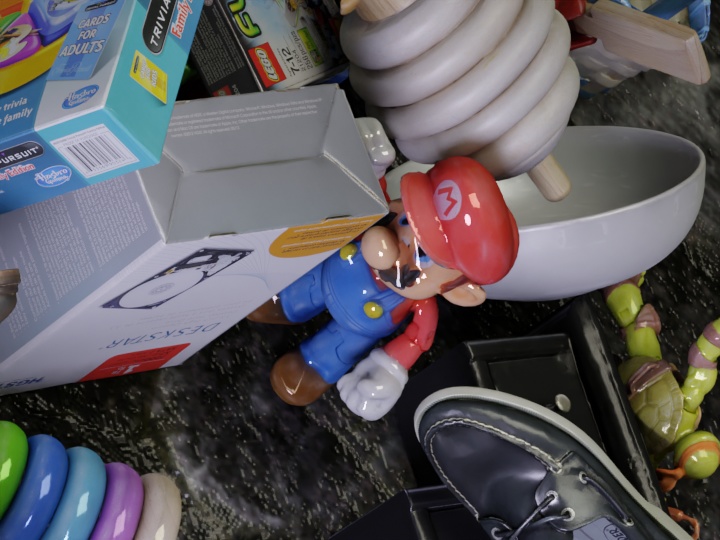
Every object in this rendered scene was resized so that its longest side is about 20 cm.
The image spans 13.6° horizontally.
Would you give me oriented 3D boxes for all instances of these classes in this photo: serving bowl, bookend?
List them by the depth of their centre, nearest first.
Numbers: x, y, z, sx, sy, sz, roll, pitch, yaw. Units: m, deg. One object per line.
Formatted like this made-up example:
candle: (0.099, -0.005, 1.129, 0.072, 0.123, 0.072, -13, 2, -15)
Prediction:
bookend: (0.067, 0.126, 1.709, 0.198, 0.092, 0.201, -3, 67, -41)
serving bowl: (0.107, -0.026, 1.786, 0.200, 0.199, 0.066, -25, 115, -45)

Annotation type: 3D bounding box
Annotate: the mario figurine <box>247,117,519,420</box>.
mario figurine: (0.000, 0.000, 1.648, 0.123, 0.200, 0.106, 40, 45, -14)

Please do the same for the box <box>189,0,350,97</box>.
box: (-0.080, -0.188, 1.669, 0.110, 0.035, 0.201, -30, 93, -56)

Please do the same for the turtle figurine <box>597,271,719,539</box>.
turtle figurine: (0.168, 0.080, 1.795, 0.064, 0.201, 0.162, 0, 38, -33)

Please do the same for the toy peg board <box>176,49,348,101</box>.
toy peg board: (-0.079, -0.147, 1.742, 0.198, 0.098, 0.201, 11, 59, -35)

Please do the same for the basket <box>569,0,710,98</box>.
basket: (0.171, -0.216, 1.909, 0.139, 0.200, 0.177, 29, 38, -35)

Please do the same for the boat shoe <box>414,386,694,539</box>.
boat shoe: (0.107, 0.139, 1.616, 0.199, 0.074, 0.066, 42, 33, -22)

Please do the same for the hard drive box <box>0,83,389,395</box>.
hard drive box: (-0.109, -0.014, 1.565, 0.155, 0.200, 0.077, -9, 72, -42)

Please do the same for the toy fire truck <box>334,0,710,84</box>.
toy fire truck: (0.094, -0.162, 1.791, 0.176, 0.199, 0.129, 56, 24, -54)

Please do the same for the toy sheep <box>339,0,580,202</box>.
toy sheep: (0.058, -0.117, 1.675, 0.200, 0.137, 0.138, 45, 44, -23)

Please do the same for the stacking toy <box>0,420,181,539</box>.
stacking toy: (-0.193, 0.105, 1.516, 0.199, 0.085, 0.086, 27, 50, -20)

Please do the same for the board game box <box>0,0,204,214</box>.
board game box: (-0.148, -0.123, 1.485, 0.047, 0.150, 0.201, 46, 42, -36)

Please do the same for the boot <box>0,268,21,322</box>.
boot: (-0.232, 0.069, 1.428, 0.075, 0.199, 0.098, -6, 75, -66)
